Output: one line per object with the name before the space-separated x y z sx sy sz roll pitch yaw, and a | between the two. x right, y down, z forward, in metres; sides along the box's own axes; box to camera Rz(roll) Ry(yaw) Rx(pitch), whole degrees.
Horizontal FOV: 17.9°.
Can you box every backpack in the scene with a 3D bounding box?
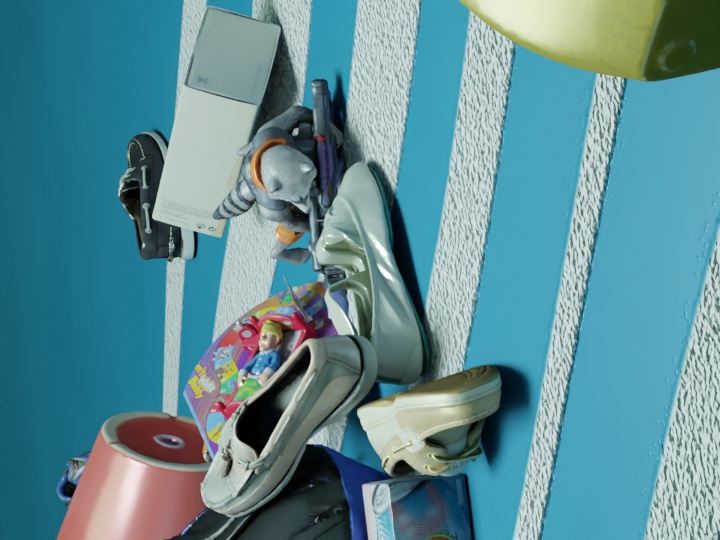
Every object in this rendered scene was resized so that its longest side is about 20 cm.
backpack | -0.043 0.240 1.836 0.200 0.168 0.163 -44 46 24

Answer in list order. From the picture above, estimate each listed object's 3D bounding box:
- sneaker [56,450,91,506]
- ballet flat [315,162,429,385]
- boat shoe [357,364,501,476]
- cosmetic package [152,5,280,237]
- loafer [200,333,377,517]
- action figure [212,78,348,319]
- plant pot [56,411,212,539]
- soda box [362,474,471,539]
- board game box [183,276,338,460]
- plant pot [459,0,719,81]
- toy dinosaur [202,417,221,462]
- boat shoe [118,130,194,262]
sneaker | -0.350 0.279 2.904 0.200 0.078 0.075 110 149 -53
ballet flat | 0.000 0.000 1.783 0.069 0.069 0.200 113 147 -55
boat shoe | 0.059 0.114 1.648 0.200 0.074 0.069 153 99 -72
cosmetic package | -0.133 -0.133 2.081 0.200 0.073 0.104 112 173 -54
loafer | -0.070 0.114 1.748 0.200 0.063 0.072 -47 49 29
action figure | -0.065 -0.051 1.913 0.193 0.104 0.200 123 142 -77
plant pot | -0.209 0.250 2.320 0.200 0.200 0.178 -133 52 -62
soda box | 0.050 0.255 1.710 0.068 0.063 0.200 162 101 -72
board game box | -0.083 0.078 1.922 0.039 0.158 0.200 51 -175 -35
plant pot | 0.146 -0.201 1.102 0.200 0.194 0.196 58 149 36
toy dinosaur | -0.088 0.212 1.987 0.182 0.105 0.200 67 161 6
boat shoe | -0.230 -0.080 2.461 0.200 0.060 0.074 -113 24 -43
